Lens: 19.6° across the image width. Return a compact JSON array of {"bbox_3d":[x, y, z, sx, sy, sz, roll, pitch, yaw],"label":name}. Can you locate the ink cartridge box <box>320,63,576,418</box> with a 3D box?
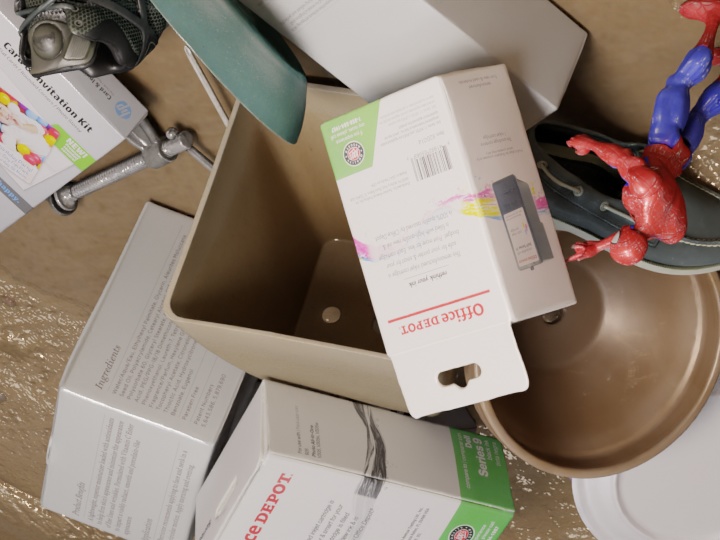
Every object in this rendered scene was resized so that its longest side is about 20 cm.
[{"bbox_3d":[0.061,-0.017,1.316,0.117,0.067,0.200,-18,87,46],"label":"ink cartridge box"}]

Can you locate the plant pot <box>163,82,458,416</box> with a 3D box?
[{"bbox_3d":[0.000,0.000,1.508,0.200,0.200,0.177,10,156,17],"label":"plant pot"}]

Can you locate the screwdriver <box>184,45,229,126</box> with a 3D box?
[{"bbox_3d":[-0.092,-0.091,1.558,0.028,0.029,0.200,0,143,28],"label":"screwdriver"}]

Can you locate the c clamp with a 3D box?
[{"bbox_3d":[-0.211,-0.090,1.629,0.200,0.027,0.171,-14,129,40],"label":"c clamp"}]

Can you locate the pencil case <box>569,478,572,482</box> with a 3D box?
[{"bbox_3d":[0.207,0.150,1.663,0.085,0.084,0.200,-36,123,10],"label":"pencil case"}]

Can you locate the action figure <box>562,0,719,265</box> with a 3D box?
[{"bbox_3d":[0.171,-0.077,1.295,0.099,0.200,0.065,-8,133,35],"label":"action figure"}]

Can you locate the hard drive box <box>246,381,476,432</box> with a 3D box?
[{"bbox_3d":[-0.023,0.172,1.749,0.200,0.156,0.077,-5,135,32],"label":"hard drive box"}]

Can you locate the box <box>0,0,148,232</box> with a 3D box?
[{"bbox_3d":[-0.275,-0.126,1.588,0.156,0.041,0.200,46,136,-14],"label":"box"}]

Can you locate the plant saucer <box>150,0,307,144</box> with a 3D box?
[{"bbox_3d":[-0.095,-0.170,1.373,0.036,0.200,0.200,-39,119,7],"label":"plant saucer"}]

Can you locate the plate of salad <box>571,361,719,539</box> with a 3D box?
[{"bbox_3d":[0.258,0.143,1.607,0.200,0.048,0.200,-5,121,-9],"label":"plate of salad"}]

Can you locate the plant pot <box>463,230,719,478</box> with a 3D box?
[{"bbox_3d":[0.157,0.042,1.505,0.201,0.201,0.093,43,176,-25],"label":"plant pot"}]

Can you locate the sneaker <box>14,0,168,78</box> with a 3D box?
[{"bbox_3d":[-0.212,-0.209,1.413,0.076,0.114,0.199,-15,127,38],"label":"sneaker"}]

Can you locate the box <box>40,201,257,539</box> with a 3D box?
[{"bbox_3d":[-0.159,0.091,1.683,0.131,0.200,0.199,21,144,1],"label":"box"}]

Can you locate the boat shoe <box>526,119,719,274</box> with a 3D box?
[{"bbox_3d":[0.184,-0.052,1.409,0.200,0.073,0.062,16,142,-15],"label":"boat shoe"}]

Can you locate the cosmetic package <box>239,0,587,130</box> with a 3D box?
[{"bbox_3d":[0.035,-0.166,1.361,0.200,0.081,0.113,37,142,-20],"label":"cosmetic package"}]

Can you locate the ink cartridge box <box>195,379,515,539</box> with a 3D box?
[{"bbox_3d":[-0.008,0.176,1.552,0.200,0.084,0.146,16,128,-19],"label":"ink cartridge box"}]
